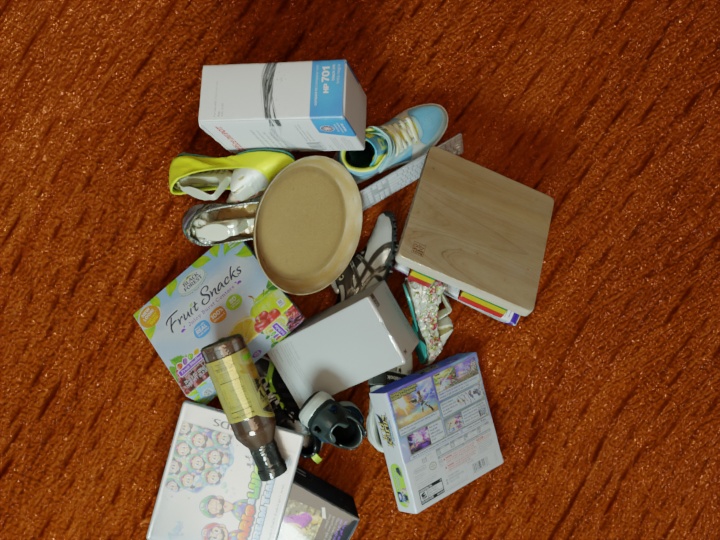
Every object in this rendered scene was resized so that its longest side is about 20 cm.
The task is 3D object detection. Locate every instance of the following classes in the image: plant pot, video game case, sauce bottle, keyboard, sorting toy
[{"bbox_3d":[-0.078,-0.065,1.230,0.199,0.027,0.202,-15,113,-41],"label":"plant pot"},{"bbox_3d":[-0.190,0.305,1.210,0.180,0.024,0.202,15,88,2],"label":"video game case"},{"bbox_3d":[-0.155,0.189,1.172,0.064,0.065,0.202,-21,95,-4],"label":"sauce bottle"},{"bbox_3d":[0.072,-0.148,1.321,0.199,0.056,0.011,-31,71,-3],"label":"keyboard"},{"bbox_3d":[0.157,-0.047,1.210,0.198,0.070,0.200,22,58,-6],"label":"sorting toy"},{"bbox_3d":[0.118,0.239,1.292,0.199,0.045,0.183,-17,95,-39],"label":"video game case"}]

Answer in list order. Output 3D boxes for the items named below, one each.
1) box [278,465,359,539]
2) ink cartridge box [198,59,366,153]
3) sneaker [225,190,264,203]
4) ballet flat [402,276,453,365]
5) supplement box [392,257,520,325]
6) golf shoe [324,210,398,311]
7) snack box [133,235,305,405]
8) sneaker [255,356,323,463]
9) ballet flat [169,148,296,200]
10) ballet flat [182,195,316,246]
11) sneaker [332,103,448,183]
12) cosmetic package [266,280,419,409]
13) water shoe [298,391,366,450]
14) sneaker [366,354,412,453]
[{"bbox_3d":[-0.113,0.354,1.287,0.199,0.122,0.107,31,88,-5],"label":"box"},{"bbox_3d":[-0.101,-0.219,1.166,0.198,0.146,0.087,2,82,11],"label":"ink cartridge box"},{"bbox_3d":[-0.126,-0.157,1.295,0.104,0.075,0.202,22,95,-3],"label":"sneaker"},{"bbox_3d":[0.106,0.075,1.271,0.063,0.201,0.076,-17,54,-3],"label":"ballet flat"},{"bbox_3d":[0.157,-0.006,1.308,0.198,0.101,0.104,24,89,-5],"label":"supplement box"},{"bbox_3d":[0.000,0.000,1.309,0.094,0.078,0.202,15,89,-5],"label":"golf shoe"},{"bbox_3d":[-0.209,0.068,1.264,0.200,0.068,0.169,-39,62,-3],"label":"snack box"},{"bbox_3d":[-0.120,0.207,1.302,0.072,0.083,0.200,-42,94,-2],"label":"sneaker"},{"bbox_3d":[-0.188,-0.132,1.228,0.198,0.067,0.068,2,58,18],"label":"ballet flat"},{"bbox_3d":[-0.161,-0.068,1.237,0.198,0.072,0.073,-8,92,0],"label":"ballet flat"},{"bbox_3d":[0.052,-0.194,1.279,0.199,0.131,0.080,-31,92,-3],"label":"sneaker"},{"bbox_3d":[-0.027,0.111,1.264,0.199,0.081,0.114,-26,98,25],"label":"cosmetic package"},{"bbox_3d":[-0.029,0.236,1.254,0.079,0.200,0.072,41,90,26],"label":"water shoe"},{"bbox_3d":[0.047,0.180,1.314,0.073,0.089,0.202,1,90,-3],"label":"sneaker"}]
